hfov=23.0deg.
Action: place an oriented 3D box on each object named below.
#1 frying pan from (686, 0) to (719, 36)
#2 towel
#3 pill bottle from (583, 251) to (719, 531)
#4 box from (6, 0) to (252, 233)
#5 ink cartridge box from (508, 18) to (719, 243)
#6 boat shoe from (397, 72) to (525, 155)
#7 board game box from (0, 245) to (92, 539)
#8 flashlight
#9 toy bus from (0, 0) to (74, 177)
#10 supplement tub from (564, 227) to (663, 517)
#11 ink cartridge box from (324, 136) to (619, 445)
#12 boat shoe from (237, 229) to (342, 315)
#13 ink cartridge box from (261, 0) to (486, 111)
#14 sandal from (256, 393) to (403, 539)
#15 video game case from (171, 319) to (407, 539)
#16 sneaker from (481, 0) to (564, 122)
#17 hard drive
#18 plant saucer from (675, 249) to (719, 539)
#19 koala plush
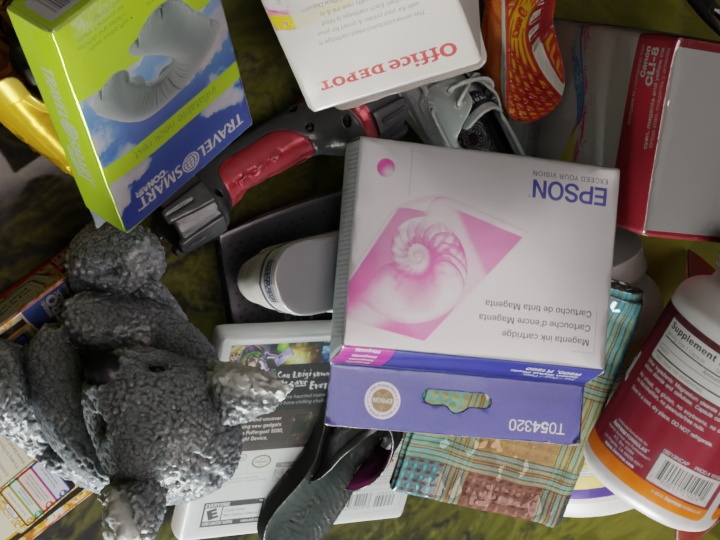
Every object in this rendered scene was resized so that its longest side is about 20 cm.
[{"bbox_3d":[0.225,-0.264,1.372,0.189,0.031,0.115,32,64,-11],"label":"frying pan"},{"bbox_3d":[0.115,0.089,1.315,0.146,0.022,0.201,14,107,-12],"label":"towel"},{"bbox_3d":[0.255,0.078,1.281,0.112,0.113,0.201,19,108,-31],"label":"pill bottle"},{"bbox_3d":[-0.136,-0.117,1.104,0.122,0.048,0.201,-43,146,-23],"label":"box"},{"bbox_3d":[0.223,-0.109,1.354,0.144,0.200,0.146,3,100,-30],"label":"ink cartridge box"},{"bbox_3d":[0.080,-0.115,1.322,0.070,0.071,0.202,-31,96,-32],"label":"boat shoe"},{"bbox_3d":[-0.236,0.100,1.251,0.200,0.046,0.152,-37,118,-15],"label":"board game box"},{"bbox_3d":[-0.059,-0.079,1.283,0.199,0.068,0.068,-34,98,-20],"label":"flashlight"},{"bbox_3d":[-0.162,-0.153,1.184,0.200,0.135,0.192,-47,133,-12],"label":"toy bus"},{"bbox_3d":[0.173,0.078,1.408,0.145,0.145,0.201,-18,112,-23],"label":"supplement tub"},{"bbox_3d":[0.079,0.017,1.241,0.195,0.043,0.202,5,86,-15],"label":"ink cartridge box"},{"bbox_3d":[0.000,0.000,1.291,0.199,0.070,0.072,-9,96,-37],"label":"boat shoe"},{"bbox_3d":[0.001,-0.217,1.211,0.128,0.126,0.201,-14,126,14],"label":"ink cartridge box"},{"bbox_3d":[-0.006,0.141,1.334,0.075,0.048,0.201,16,111,-37],"label":"sandal"},{"bbox_3d":[-0.036,0.119,1.349,0.199,0.023,0.183,-2,121,-29],"label":"video game case"},{"bbox_3d":[0.115,-0.209,1.306,0.072,0.077,0.201,-7,124,-21],"label":"sneaker"},{"bbox_3d":[-0.015,0.002,1.347,0.199,0.042,0.136,-17,111,-23],"label":"hard drive"},{"bbox_3d":[0.280,0.103,1.453,0.036,0.200,0.202,4,105,9],"label":"plant saucer"},{"bbox_3d":[-0.138,0.092,1.159,0.177,0.200,0.184,-45,121,-13],"label":"koala plush"}]
